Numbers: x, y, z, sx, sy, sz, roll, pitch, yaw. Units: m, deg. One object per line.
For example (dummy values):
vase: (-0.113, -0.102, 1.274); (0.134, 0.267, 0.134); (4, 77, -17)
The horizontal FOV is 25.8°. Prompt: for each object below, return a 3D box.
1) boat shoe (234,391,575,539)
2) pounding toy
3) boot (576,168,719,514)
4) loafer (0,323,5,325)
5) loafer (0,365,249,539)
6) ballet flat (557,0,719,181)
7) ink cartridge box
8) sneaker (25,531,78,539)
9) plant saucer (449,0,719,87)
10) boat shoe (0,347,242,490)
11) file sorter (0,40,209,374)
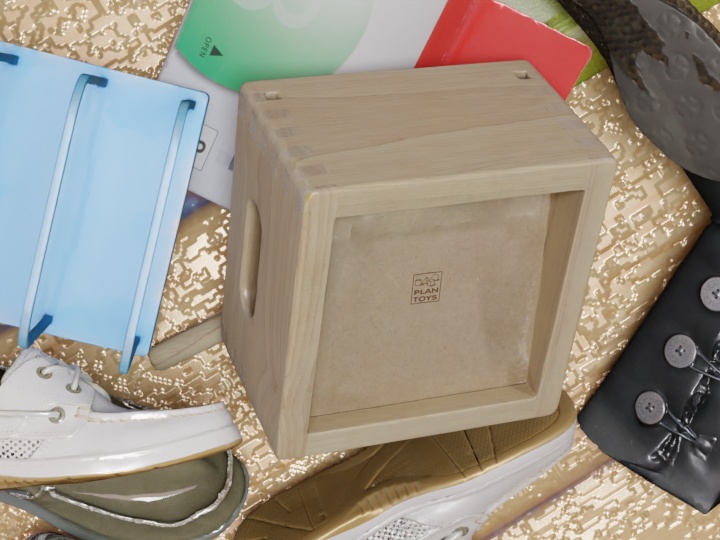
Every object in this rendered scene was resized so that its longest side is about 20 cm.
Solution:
boat shoe: (0.032, 0.129, 0.858); (0.199, 0.071, 0.070); (-26, 120, 6)
pounding toy: (0.000, 0.000, 0.804); (0.183, 0.142, 0.201); (-7, 128, -20)
boot: (0.175, 0.007, 0.856); (0.165, 0.065, 0.201); (40, 118, 36)
loafer: (-0.263, 0.016, 0.838); (0.199, 0.070, 0.070); (-9, 84, -2)
loafer: (-0.157, 0.095, 0.838); (0.199, 0.070, 0.076); (13, 59, -3)
ballet flat: (0.137, -0.129, 0.795); (0.200, 0.046, 0.067); (48, 129, 7)
ink cartridge box: (-0.003, -0.087, 0.824); (0.199, 0.050, 0.161); (27, 118, -2)
sneaker: (-0.124, 0.220, 0.864); (0.078, 0.082, 0.201); (-34, 111, -16)
plant saucer: (0.089, -0.198, 0.848); (0.199, 0.048, 0.200); (-30, 95, 0)
boat shoe: (-0.159, 0.072, 0.775); (0.199, 0.071, 0.070); (-5, 82, -4)
file sorter: (-0.186, -0.042, 0.748); (0.199, 0.123, 0.140); (14, 94, -5)
